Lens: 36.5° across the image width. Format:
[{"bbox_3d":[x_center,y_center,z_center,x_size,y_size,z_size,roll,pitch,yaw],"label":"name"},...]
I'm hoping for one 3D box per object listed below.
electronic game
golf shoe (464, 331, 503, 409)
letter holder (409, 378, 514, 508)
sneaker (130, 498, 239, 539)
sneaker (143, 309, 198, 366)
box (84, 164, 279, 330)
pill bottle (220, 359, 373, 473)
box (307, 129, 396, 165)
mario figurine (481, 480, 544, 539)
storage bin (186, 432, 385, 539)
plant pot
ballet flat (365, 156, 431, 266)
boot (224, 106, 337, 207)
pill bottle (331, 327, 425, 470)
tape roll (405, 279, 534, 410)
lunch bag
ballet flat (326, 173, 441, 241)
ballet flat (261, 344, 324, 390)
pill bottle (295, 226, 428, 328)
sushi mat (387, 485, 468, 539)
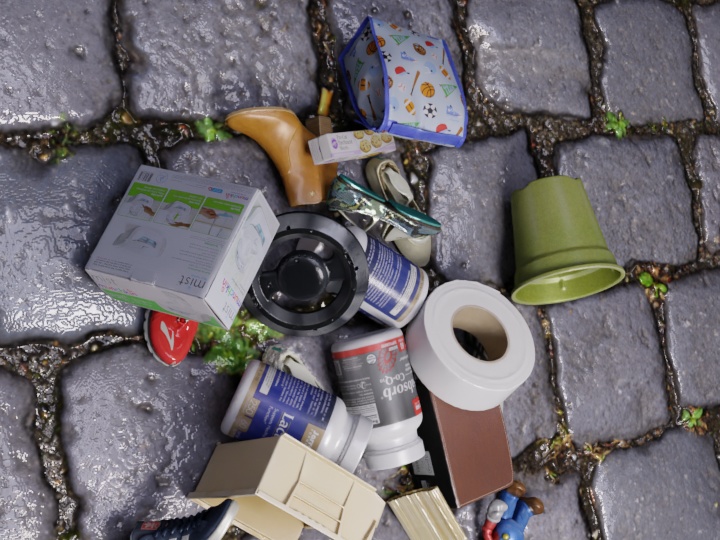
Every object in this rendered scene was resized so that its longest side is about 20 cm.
[{"bbox_3d":[-0.086,0.007,1.620,0.200,0.200,0.042,48,16,-17],"label":"electronic game"},{"bbox_3d":[0.225,0.160,1.835,0.077,0.094,0.202,0,83,-35],"label":"golf shoe"},{"bbox_3d":[0.154,0.265,1.767,0.141,0.100,0.201,-14,90,-36],"label":"letter holder"},{"bbox_3d":[-0.252,0.353,1.448,0.200,0.075,0.085,-40,96,12],"label":"sneaker"},{"bbox_3d":[-0.247,0.036,1.547,0.077,0.085,0.201,23,70,-28],"label":"sneaker"},{"bbox_3d":[-0.241,-0.034,1.485,0.177,0.199,0.097,-67,154,-23],"label":"box"},{"bbox_3d":[-0.090,0.218,1.566,0.199,0.116,0.116,24,68,-4],"label":"pill bottle"},{"bbox_3d":[-0.010,-0.198,1.727,0.200,0.039,0.042,-15,90,-57],"label":"box"},{"bbox_3d":[0.251,0.450,1.793,0.123,0.106,0.201,22,57,8],"label":"mario figurine"},{"bbox_3d":[-0.102,0.319,1.526,0.198,0.200,0.094,36,60,-23],"label":"storage bin"},{"bbox_3d":[0.342,-0.058,1.908,0.199,0.200,0.186,1,69,-33],"label":"plant pot"},{"bbox_3d":[0.072,-0.097,1.792,0.069,0.069,0.201,-37,103,-32],"label":"ballet flat"},{"bbox_3d":[-0.114,-0.170,1.678,0.200,0.071,0.145,1,81,-38],"label":"boot"},{"bbox_3d":[0.031,0.197,1.686,0.115,0.116,0.201,-14,90,-34],"label":"pill bottle"},{"bbox_3d":[0.174,0.116,1.722,0.201,0.071,0.204,15,51,-18],"label":"tape roll"},{"bbox_3d":[0.072,-0.287,1.765,0.169,0.124,0.201,6,50,-32],"label":"lunch bag"},{"bbox_3d":[0.032,-0.085,1.719,0.199,0.074,0.075,25,69,-20],"label":"ballet flat"},{"bbox_3d":[-0.077,0.195,1.645,0.072,0.072,0.200,-47,108,-30],"label":"ballet flat"},{"bbox_3d":[0.000,0.000,1.701,0.199,0.111,0.112,32,66,-26],"label":"pill bottle"},{"bbox_3d":[0.127,0.432,1.728,0.201,0.095,0.012,60,34,-11],"label":"sushi mat"}]
